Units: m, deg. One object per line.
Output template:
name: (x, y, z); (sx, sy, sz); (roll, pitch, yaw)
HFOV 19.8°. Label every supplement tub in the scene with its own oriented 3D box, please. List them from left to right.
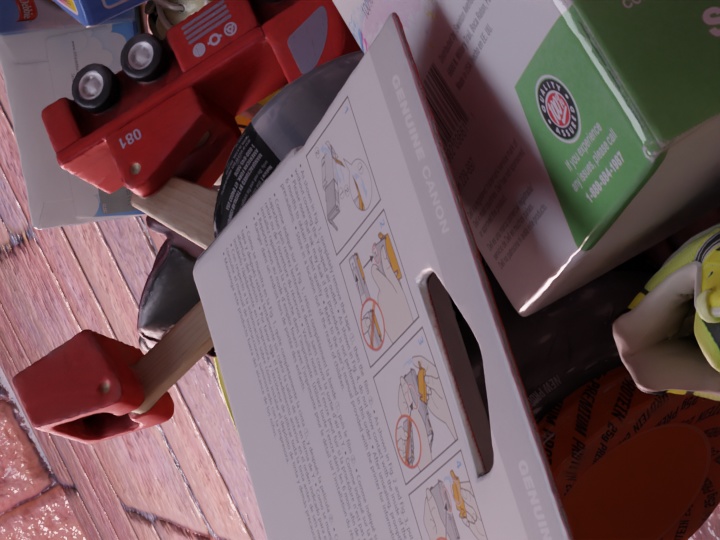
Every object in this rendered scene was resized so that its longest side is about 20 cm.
supplement tub: (0.041, 0.018, 0.749); (0.200, 0.122, 0.123); (50, 159, 38)

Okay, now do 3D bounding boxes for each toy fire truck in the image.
toy fire truck: (-0.066, -0.031, 0.861); (0.049, 0.200, 0.141); (31, -148, -63)

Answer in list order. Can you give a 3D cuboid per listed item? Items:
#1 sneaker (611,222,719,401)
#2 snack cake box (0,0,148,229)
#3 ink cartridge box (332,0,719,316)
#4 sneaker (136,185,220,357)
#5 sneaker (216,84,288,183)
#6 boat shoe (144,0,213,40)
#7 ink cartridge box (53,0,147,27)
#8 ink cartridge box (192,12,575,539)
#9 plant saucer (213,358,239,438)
sneaker: (0.134, 0.012, 0.536); (0.075, 0.076, 0.200); (65, 163, 1)
snack cake box: (-0.142, -0.127, 1.041); (0.200, 0.067, 0.115); (-101, 5, -50)
ink cartridge box: (0.046, -0.108, 0.602); (0.200, 0.087, 0.145); (58, 163, 11)
sneaker: (-0.045, 0.038, 1.025); (0.076, 0.115, 0.200); (-88, -24, -68)
sneaker: (0.000, 0.000, 0.903); (0.200, 0.076, 0.075); (55, 162, 26)
boat shoe: (-0.069, -0.125, 0.971); (0.072, 0.062, 0.200); (54, 162, 29)
ink cartridge box: (-0.086, -0.211, 0.756); (0.076, 0.136, 0.200); (34, 148, 56)
ink cartridge box: (0.020, 0.051, 0.621); (0.176, 0.045, 0.200); (-46, 56, 54)
plant saucer: (-0.033, 0.122, 1.310); (0.200, 0.031, 0.200); (55, 163, 26)
